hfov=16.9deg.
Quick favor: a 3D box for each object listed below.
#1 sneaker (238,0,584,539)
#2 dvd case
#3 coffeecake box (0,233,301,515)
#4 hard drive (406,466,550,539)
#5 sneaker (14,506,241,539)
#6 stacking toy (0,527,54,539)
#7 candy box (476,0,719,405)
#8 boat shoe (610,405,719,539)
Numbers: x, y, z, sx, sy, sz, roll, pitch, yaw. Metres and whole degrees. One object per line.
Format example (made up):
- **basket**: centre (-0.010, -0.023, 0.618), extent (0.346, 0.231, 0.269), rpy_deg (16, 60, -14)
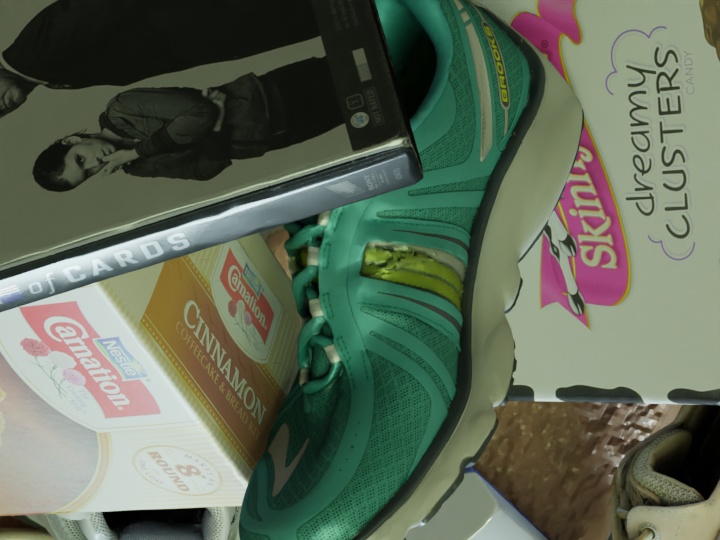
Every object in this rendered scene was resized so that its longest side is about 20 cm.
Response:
- **sneaker**: centre (0.000, 0.000, 0.708), extent (0.077, 0.200, 0.080), rpy_deg (-12, 139, 41)
- **dvd case**: centre (-0.097, -0.058, 0.626), extent (0.200, 0.150, 0.025), rpy_deg (-17, 148, 4)
- **coffeecake box**: centre (-0.136, 0.005, 0.734), extent (0.200, 0.073, 0.154), rpy_deg (-6, 138, 27)
- **hard drive**: centre (0.019, 0.142, 0.880), extent (0.132, 0.025, 0.200), rpy_deg (-38, 153, 3)
- **sneaker**: centre (-0.034, 0.085, 0.844), extent (0.200, 0.115, 0.075), rpy_deg (14, 94, -20)
- **stacking toy**: centre (-0.115, 0.193, 0.829), extent (0.146, 0.200, 0.146), rpy_deg (-6, 115, -13)
- **candy box**: centre (0.120, -0.043, 0.762), extent (0.072, 0.200, 0.168), rpy_deg (-8, 95, -50)
- **boat shoe**: centre (0.119, 0.082, 0.860), extent (0.064, 0.071, 0.200), rpy_deg (21, 112, -22)
